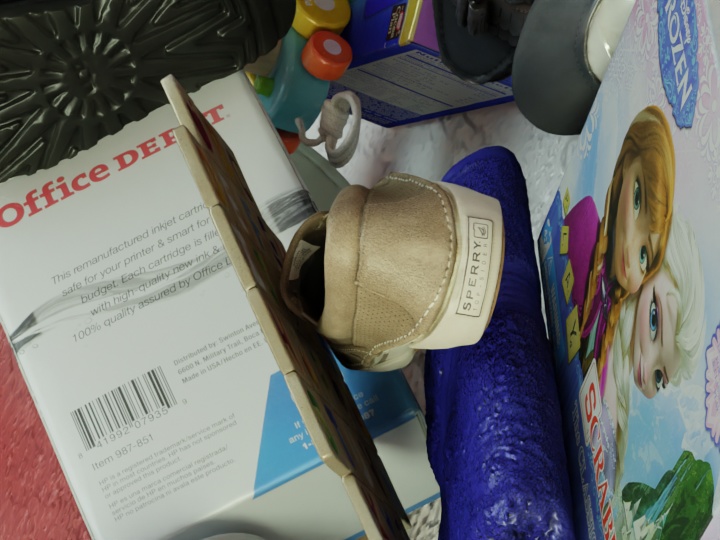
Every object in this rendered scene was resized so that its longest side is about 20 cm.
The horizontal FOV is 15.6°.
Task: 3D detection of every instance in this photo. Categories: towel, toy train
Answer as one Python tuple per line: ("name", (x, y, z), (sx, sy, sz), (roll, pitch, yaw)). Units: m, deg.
("towel", (0.047, 0.069, 0.980), (0.200, 0.049, 0.148), (-94, 0, -50))
("toy train", (-0.020, -0.151, 1.210), (0.150, 0.055, 0.201), (-171, 96, -71))

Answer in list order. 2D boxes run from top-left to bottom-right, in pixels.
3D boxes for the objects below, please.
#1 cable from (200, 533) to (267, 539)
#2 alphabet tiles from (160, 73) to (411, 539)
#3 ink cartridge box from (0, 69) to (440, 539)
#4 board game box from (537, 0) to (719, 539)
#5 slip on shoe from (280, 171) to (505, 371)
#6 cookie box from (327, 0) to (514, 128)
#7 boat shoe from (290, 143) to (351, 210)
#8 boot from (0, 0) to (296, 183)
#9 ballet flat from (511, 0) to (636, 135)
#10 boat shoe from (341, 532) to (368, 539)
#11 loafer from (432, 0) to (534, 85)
("cable", (-0.089, 0.201, 1.074), (0.069, 0.200, 0.200), (43, 133, 27))
("alphabet tiles", (-0.023, 0.026, 0.988), (0.006, 0.166, 0.200), (-26, 72, 4))
("ink cartridge box", (-0.070, 0.033, 1.145), (0.145, 0.084, 0.200), (-27, 58, -2))
("board game box", (0.109, 0.014, 0.860), (0.200, 0.041, 0.200), (108, 162, -52))
("slip on shoe", (0.000, 0.000, 0.970), (0.200, 0.060, 0.076), (-175, 93, -79))
("cookie box", (0.039, -0.166, 1.259), (0.200, 0.075, 0.172), (174, 112, -70))
("boat shoe", (-0.070, -0.068, 1.318), (0.072, 0.202, 0.060), (-35, -5, -23))
("boot", (-0.139, -0.121, 1.189), (0.158, 0.211, 0.080), (-124, 17, -55))
("ballet flat", (0.123, -0.115, 0.935), (0.200, 0.073, 0.073), (-51, 26, 24))
("boat shoe", (-0.024, 0.085, 1.199), (0.071, 0.064, 0.200), (-53, 26, 34))
("loafer", (0.059, -0.149, 1.057), (0.063, 0.072, 0.200), (-45, -19, -42))
